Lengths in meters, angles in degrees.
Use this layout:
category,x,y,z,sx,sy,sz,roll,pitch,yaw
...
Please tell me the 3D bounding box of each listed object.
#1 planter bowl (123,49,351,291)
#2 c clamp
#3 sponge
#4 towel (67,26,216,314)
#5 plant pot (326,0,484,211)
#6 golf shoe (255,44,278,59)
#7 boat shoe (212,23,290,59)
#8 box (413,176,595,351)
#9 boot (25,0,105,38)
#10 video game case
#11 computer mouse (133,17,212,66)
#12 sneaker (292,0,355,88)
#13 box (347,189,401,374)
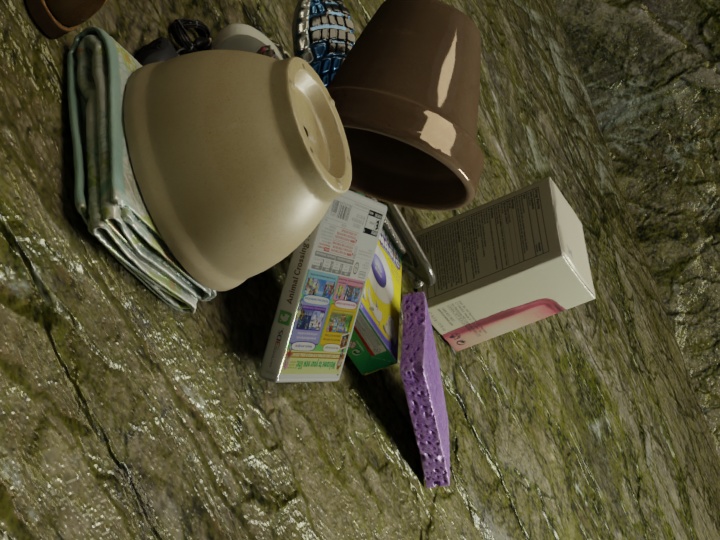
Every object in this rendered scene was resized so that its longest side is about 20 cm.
category,x,y,z,sx,sy,sz,roll,pitch,yaw
planter bowl,-0.089,-0.100,1.308,0.201,0.133,0.202,57,22,-37
c clamp,0.029,-0.054,1.792,0.201,0.027,0.171,61,-6,-24
sponge,0.071,0.131,1.694,0.112,0.029,0.201,-88,168,-45
towel,-0.182,-0.083,1.309,0.171,0.048,0.202,48,28,-52
plant pot,0.046,-0.182,1.612,0.200,0.198,0.177,40,63,-54
golf shoe,-0.112,-0.152,1.521,0.200,0.091,0.073,80,-13,-72
boat shoe,-0.102,-0.203,1.606,0.200,0.070,0.064,55,20,-59
box,0.176,-0.006,1.944,0.109,0.198,0.129,47,30,-44
boot,-0.221,-0.266,1.342,0.074,0.075,0.201,57,22,-26
video game case,-0.032,0.015,1.468,0.200,0.022,0.184,13,93,-74
computer mouse,-0.169,-0.203,1.475,0.059,0.034,0.200,62,21,-17
sneaker,-0.049,-0.208,1.725,0.074,0.086,0.203,-6,89,-29
box,0.000,0.000,1.681,0.118,0.048,0.201,56,22,-35
